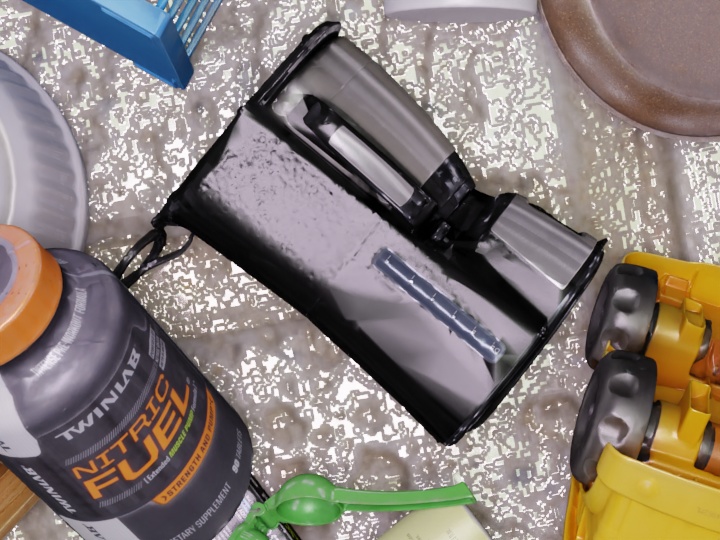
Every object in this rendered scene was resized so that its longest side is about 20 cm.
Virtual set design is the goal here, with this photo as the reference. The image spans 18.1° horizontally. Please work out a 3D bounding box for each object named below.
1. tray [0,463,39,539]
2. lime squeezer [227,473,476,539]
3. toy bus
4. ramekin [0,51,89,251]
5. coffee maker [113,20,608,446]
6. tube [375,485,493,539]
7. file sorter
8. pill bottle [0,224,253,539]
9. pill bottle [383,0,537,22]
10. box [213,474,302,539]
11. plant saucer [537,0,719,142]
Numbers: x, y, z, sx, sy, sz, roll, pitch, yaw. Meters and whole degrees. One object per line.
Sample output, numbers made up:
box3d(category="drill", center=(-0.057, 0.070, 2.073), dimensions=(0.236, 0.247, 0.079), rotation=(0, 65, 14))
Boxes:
box3d(category="tray", center=(-0.268, 0.158, 1.209), dimensions=(0.200, 0.099, 0.037), rotation=(-48, 48, -1))
box3d(category="lime squeezer", center=(-0.038, 0.152, 1.188), dimensions=(0.200, 0.038, 0.071), rotation=(-35, 69, 0))
box3d(category="toy bus", center=(0.165, 0.116, 1.187), dimensions=(0.135, 0.200, 0.193), rotation=(16, 124, -2))
box3d(category="ramekin", center=(-0.249, -0.036, 1.195), dimensions=(0.199, 0.105, 0.201), rotation=(0, 86, 3))
box3d(category="coffee maker", center=(0.000, 0.000, 1.204), dimensions=(0.200, 0.135, 0.192), rotation=(41, 114, 1))
box3d(category="tube", center=(-0.014, 0.196, 1.189), dimensions=(0.200, 0.052, 0.058), rotation=(-39, 51, -2))
box3d(category="file sorter", center=(-0.128, -0.189, 1.157), dimensions=(0.138, 0.200, 0.123), rotation=(28, 88, 0))
box3d(category="pill bottle", center=(-0.142, 0.060, 1.137), dimensions=(0.106, 0.200, 0.107), rotation=(-15, 50, 19))
box3d(category="pill bottle", center=(0.053, -0.235, 1.199), dimensions=(0.108, 0.109, 0.201), rotation=(0, 90, 0))
box3d(category="box", center=(-0.092, 0.228, 1.232), dimensions=(0.193, 0.048, 0.200), rotation=(-38, 90, 2))
box3d(category="plant saucer", center=(0.183, -0.169, 1.196), dimensions=(0.199, 0.032, 0.201), rotation=(6, 101, 34))
